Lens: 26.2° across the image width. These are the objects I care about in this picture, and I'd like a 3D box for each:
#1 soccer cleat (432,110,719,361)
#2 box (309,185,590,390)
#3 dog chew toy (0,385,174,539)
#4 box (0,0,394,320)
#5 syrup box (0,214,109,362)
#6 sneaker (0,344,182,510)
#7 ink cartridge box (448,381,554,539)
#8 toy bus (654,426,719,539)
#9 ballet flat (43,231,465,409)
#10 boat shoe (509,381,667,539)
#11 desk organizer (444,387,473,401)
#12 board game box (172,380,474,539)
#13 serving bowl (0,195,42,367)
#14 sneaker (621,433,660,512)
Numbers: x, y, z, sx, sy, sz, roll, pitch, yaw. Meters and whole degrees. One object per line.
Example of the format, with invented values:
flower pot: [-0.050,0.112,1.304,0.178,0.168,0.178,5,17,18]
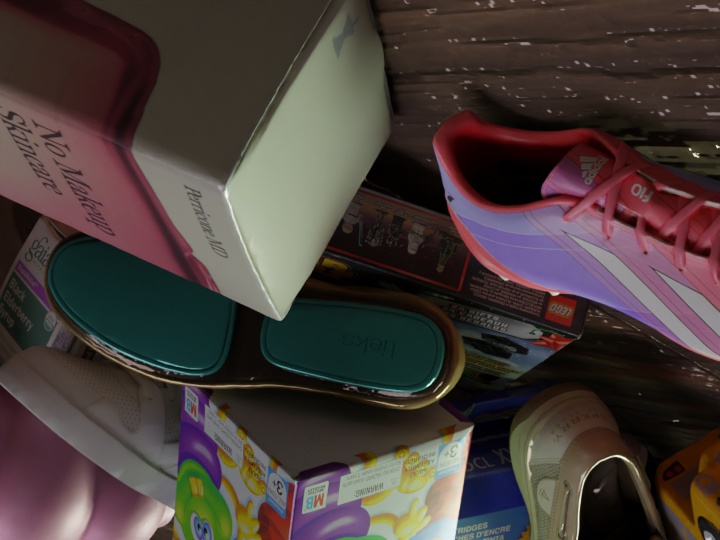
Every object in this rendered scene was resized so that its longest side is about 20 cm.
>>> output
soccer cleat: [0.112,-0.015,0.579,0.200,0.067,0.077,16,154,42]
box: [0.000,0.000,0.762,0.200,0.040,0.137,19,163,-6]
dog chew toy: [-0.196,0.107,0.838,0.200,0.125,0.124,16,168,-23]
box: [-0.101,-0.083,0.635,0.200,0.109,0.128,24,161,18]
syrup box: [-0.100,0.038,0.872,0.200,0.082,0.079,13,-160,-45]
sneaker: [-0.086,0.058,0.788,0.074,0.116,0.200,35,177,44]
ink cartridge box: [0.060,0.145,0.861,0.136,0.200,0.076,-8,-151,-26]
toy bus: [0.204,0.149,0.812,0.078,0.065,0.200,53,168,45]
ballet flat: [-0.049,0.028,0.723,0.199,0.069,0.063,15,177,9]
boat shoe: [0.129,0.150,0.809,0.065,0.072,0.200,50,162,53]
desk organizer: [0.049,0.136,1.069,0.077,0.072,0.200,25,162,18]
board game box: [-0.026,0.147,0.766,0.103,0.105,0.200,37,130,44]
serving bowl: [-0.197,0.000,0.949,0.200,0.200,0.066,36,120,-22]
sneaker: [0.161,0.167,0.970,0.114,0.076,0.200,33,159,-3]
